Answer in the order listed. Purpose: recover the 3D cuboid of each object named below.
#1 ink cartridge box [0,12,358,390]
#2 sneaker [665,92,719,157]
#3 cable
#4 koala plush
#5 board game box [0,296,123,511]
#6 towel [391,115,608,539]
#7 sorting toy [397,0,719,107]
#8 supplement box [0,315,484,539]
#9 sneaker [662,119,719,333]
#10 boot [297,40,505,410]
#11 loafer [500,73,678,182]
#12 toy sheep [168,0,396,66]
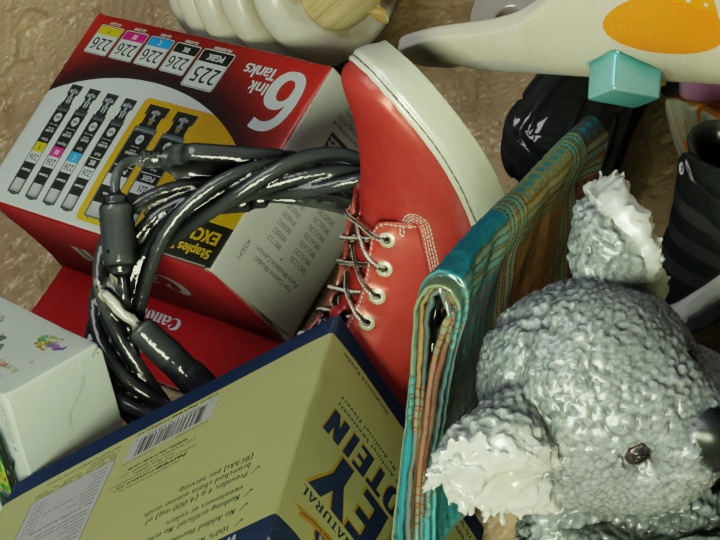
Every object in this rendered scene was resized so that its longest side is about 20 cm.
[{"bbox_3d":[-0.105,-0.036,1.419,0.199,0.084,0.176,16,70,43],"label":"ink cartridge box"},{"bbox_3d":[0.221,-0.046,1.196,0.077,0.079,0.200,-37,40,-21],"label":"sneaker"},{"bbox_3d":[-0.039,0.019,1.288,0.199,0.051,0.164,6,82,-1],"label":"cable"},{"bbox_3d":[0.113,0.072,1.085,0.183,0.200,0.178,18,71,44],"label":"koala plush"},{"bbox_3d":[-0.200,0.084,1.347,0.064,0.148,0.200,-30,33,-31],"label":"board game box"},{"bbox_3d":[0.066,0.030,1.141,0.022,0.147,0.200,15,28,20],"label":"towel"},{"bbox_3d":[0.117,-0.126,1.212,0.179,0.107,0.200,-4,16,26],"label":"sorting toy"},{"bbox_3d":[-0.068,0.157,1.151,0.199,0.135,0.200,-28,19,20],"label":"supplement box"},{"bbox_3d":[0.172,-0.028,1.149,0.071,0.083,0.200,-22,-5,-26],"label":"sneaker"},{"bbox_3d":[0.000,0.000,1.206,0.144,0.200,0.072,-31,38,-7],"label":"boot"},{"bbox_3d":[0.148,-0.114,1.308,0.070,0.068,0.201,31,73,16],"label":"loafer"},{"bbox_3d":[-0.046,-0.176,1.452,0.200,0.138,0.138,7,62,57],"label":"toy sheep"}]
